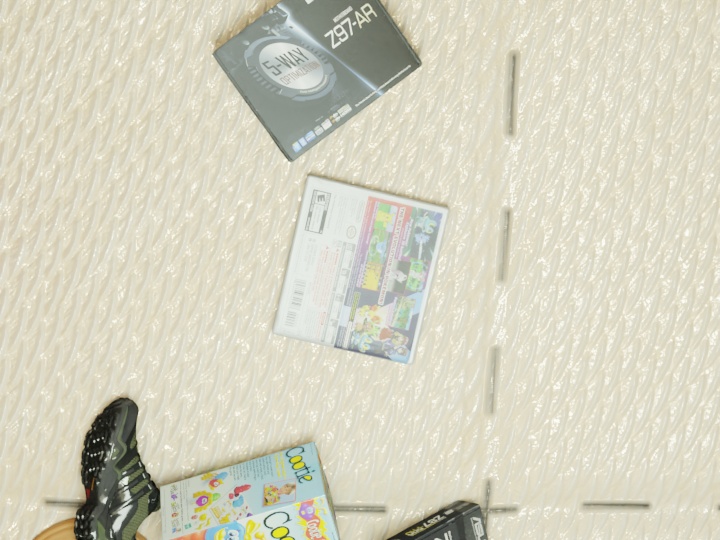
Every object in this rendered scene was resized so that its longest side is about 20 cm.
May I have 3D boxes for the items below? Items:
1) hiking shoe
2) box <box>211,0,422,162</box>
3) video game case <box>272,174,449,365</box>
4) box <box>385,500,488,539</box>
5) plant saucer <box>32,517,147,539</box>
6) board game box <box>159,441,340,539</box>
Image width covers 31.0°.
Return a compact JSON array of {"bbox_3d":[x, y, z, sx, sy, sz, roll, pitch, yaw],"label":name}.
[{"bbox_3d":[-0.289,0.259,1.598,0.100,0.075,0.202,13,84,-37],"label":"hiking shoe"},{"bbox_3d":[-0.051,-0.251,1.543,0.199,0.044,0.161,-35,99,2],"label":"box"},{"bbox_3d":[0.000,0.000,1.594,0.180,0.023,0.202,13,96,-5],"label":"video game case"},{"bbox_3d":[0.100,0.410,1.611,0.160,0.049,0.202,-20,101,-36],"label":"box"},{"bbox_3d":[-0.340,0.410,1.626,0.198,0.037,0.202,0,98,-3],"label":"plant saucer"},{"bbox_3d":[-0.132,0.304,1.575,0.198,0.105,0.104,-16,122,-1],"label":"board game box"}]
